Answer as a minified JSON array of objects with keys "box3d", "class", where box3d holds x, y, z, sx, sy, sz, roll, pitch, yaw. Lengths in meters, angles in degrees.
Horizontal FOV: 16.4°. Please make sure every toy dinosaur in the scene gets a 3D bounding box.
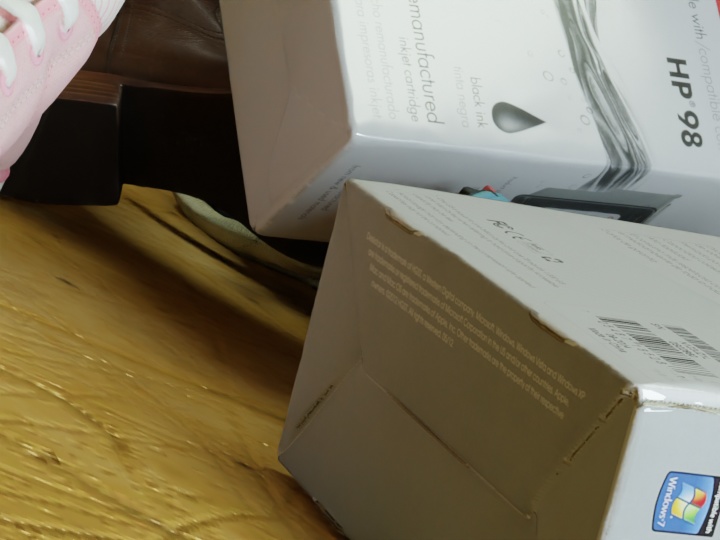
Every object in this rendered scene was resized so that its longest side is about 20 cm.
[{"box3d":[0.000,0.000,0.885,0.200,0.048,0.088,29,-8,11],"class":"toy dinosaur"}]

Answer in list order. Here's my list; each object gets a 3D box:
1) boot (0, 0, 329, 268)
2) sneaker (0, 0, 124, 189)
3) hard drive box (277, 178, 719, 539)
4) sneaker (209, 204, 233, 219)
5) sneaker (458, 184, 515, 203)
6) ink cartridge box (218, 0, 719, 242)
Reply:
[{"box3d":[-0.037,-0.087,0.860,0.186,0.064,0.200,11,33,-6],"class":"boot"},{"box3d":[-0.110,-0.061,0.626,0.075,0.105,0.200,29,7,-2],"class":"sneaker"},{"box3d":[0.104,0.047,0.573,0.199,0.077,0.156,8,14,-24],"class":"hard drive box"},{"box3d":[0.005,-0.080,0.941,0.076,0.116,0.200,20,-14,-34],"class":"sneaker"},{"box3d":[0.063,0.036,0.703,0.095,0.079,0.200,33,8,25],"class":"sneaker"},{"box3d":[0.062,-0.067,0.762,0.199,0.116,0.067,4,-27,-29],"class":"ink cartridge box"}]
